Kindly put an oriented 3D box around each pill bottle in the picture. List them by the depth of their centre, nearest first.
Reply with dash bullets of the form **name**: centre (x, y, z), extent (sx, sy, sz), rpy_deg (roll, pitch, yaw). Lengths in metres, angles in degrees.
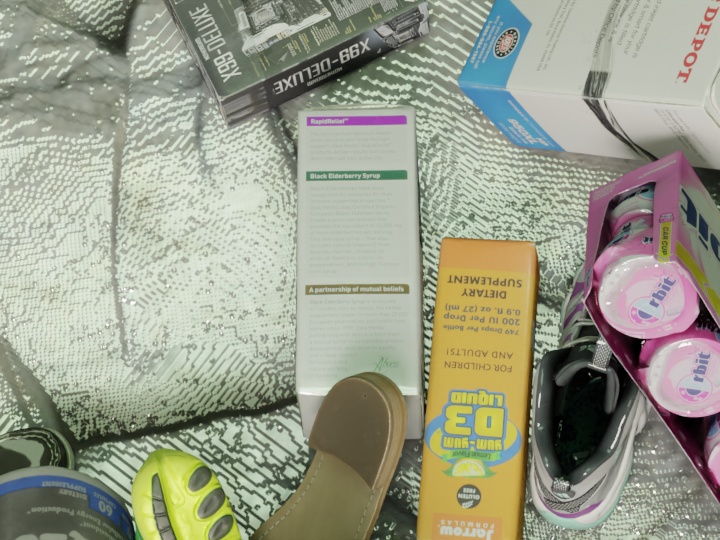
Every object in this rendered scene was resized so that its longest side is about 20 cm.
- **pill bottle**: centre (-0.183, 0.218, 1.214), extent (0.113, 0.115, 0.201), rpy_deg (-11, 36, -1)

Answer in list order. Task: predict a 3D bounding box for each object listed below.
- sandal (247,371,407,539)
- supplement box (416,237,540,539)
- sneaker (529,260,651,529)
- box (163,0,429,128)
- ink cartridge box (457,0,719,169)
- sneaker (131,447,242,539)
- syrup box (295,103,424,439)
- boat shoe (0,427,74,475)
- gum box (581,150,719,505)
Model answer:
- **sandal**: centre (-0.012, 0.153, 1.284), extent (0.077, 0.069, 0.213), rpy_deg (36, 116, 26)
- **supplement box**: centre (0.075, 0.084, 1.320), extent (0.066, 0.069, 0.202), rpy_deg (3, 74, 6)
- **sneaker**: centre (0.151, 0.051, 1.286), extent (0.077, 0.140, 0.202), rpy_deg (9, 72, 10)
- **box**: centre (-0.065, -0.220, 1.437), extent (0.157, 0.050, 0.201), rpy_deg (-27, 72, -6)
- **ink cartridge box**: centre (0.182, -0.150, 1.336), extent (0.199, 0.084, 0.146), rpy_deg (11, 68, 44)
- **sneaker**: centre (-0.089, 0.199, 1.270), extent (0.073, 0.084, 0.202), rpy_deg (-15, 101, -9)
- **syrup box**: centre (0.000, 0.000, 1.334), extent (0.081, 0.079, 0.202), rpy_deg (0, 65, 2)
- **boat shoe**: centre (-0.269, 0.161, 1.311), extent (0.200, 0.061, 0.072), rpy_deg (-34, 72, -9)
- **gum box**: centre (0.203, 0.037, 1.246), extent (0.066, 0.201, 0.114), rpy_deg (-24, 28, 24)
